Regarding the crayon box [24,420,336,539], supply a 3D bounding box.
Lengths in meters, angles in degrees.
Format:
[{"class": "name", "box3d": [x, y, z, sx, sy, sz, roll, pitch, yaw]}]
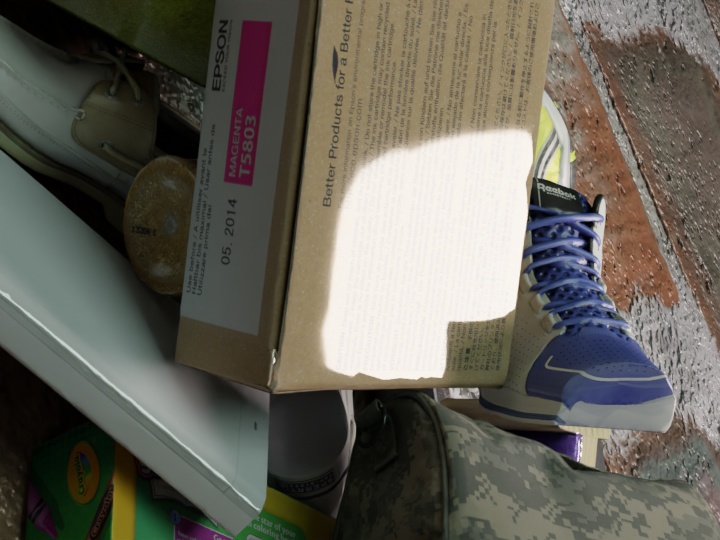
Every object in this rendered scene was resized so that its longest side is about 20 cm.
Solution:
[{"class": "crayon box", "box3d": [-0.069, 0.161, 0.834, 0.199, 0.058, 0.120, 33, 44, -42]}]

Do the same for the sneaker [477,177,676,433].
[{"class": "sneaker", "box3d": [0.097, 0.012, 0.920, 0.080, 0.199, 0.116, 5, 98, -16]}]

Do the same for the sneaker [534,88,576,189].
[{"class": "sneaker", "box3d": [0.087, -0.031, 1.050, 0.076, 0.075, 0.202, -32, 112, -54]}]

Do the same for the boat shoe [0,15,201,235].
[{"class": "boat shoe", "box3d": [-0.130, -0.079, 0.881, 0.200, 0.068, 0.075, 38, 24, -42]}]

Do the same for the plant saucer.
[{"class": "plant saucer", "box3d": [-0.105, -0.135, 0.903, 0.199, 0.048, 0.199, 31, 3, 39]}]

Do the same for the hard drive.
[{"class": "hard drive", "box3d": [-0.122, 0.023, 0.804, 0.200, 0.026, 0.132, 43, 15, -17]}]

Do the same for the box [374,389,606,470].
[{"class": "box", "box3d": [0.085, 0.095, 1.117, 0.199, 0.048, 0.160, 19, 55, -50]}]

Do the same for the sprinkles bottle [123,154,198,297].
[{"class": "sprinkles bottle", "box3d": [-0.025, -0.026, 0.899, 0.199, 0.068, 0.069, -4, 72, -46]}]

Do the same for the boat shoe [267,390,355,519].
[{"class": "boat shoe", "box3d": [-0.037, 0.049, 0.955, 0.066, 0.071, 0.201, 81, -6, -49]}]

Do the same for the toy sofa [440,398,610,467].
[{"class": "toy sofa", "box3d": [0.073, 0.172, 0.958, 0.097, 0.082, 0.202, 19, 74, -51]}]

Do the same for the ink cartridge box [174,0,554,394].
[{"class": "ink cartridge box", "box3d": [0.005, -0.047, 0.823, 0.164, 0.075, 0.202, 4, 95, -45]}]

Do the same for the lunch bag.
[{"class": "lunch bag", "box3d": [0.083, 0.158, 0.841, 0.199, 0.139, 0.169, 21, 55, -25]}]
